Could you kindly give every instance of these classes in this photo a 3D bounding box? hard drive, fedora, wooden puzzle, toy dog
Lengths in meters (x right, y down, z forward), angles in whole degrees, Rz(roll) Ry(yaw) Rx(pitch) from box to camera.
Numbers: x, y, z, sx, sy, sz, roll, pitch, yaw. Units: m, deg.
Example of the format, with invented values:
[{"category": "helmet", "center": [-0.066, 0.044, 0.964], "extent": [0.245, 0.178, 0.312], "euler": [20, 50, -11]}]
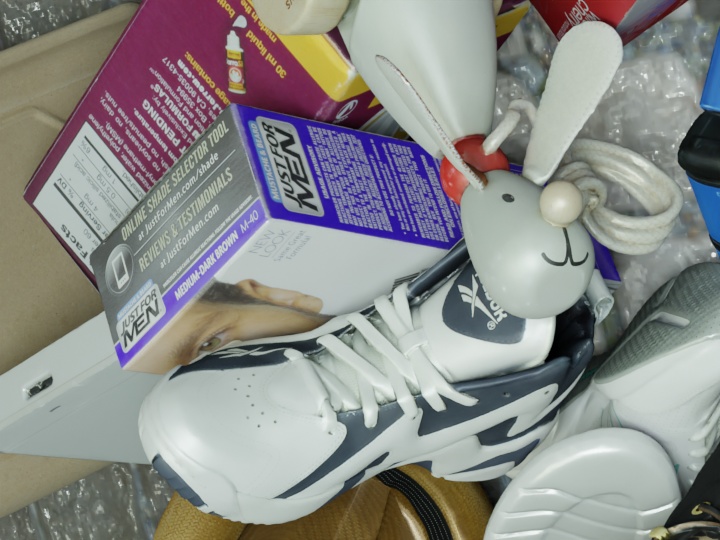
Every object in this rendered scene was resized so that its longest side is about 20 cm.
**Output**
[{"category": "hard drive", "center": [-0.065, 0.058, 1.231], "extent": [0.132, 0.199, 0.026], "euler": [-30, 62, 43]}, {"category": "fedora", "center": [-0.024, 0.155, 1.212], "extent": [0.082, 0.200, 0.202], "euler": [-15, 99, 62]}, {"category": "wooden puzzle", "center": [-0.146, -0.005, 1.283], "extent": [0.037, 0.184, 0.201], "euler": [-7, 106, 60]}, {"category": "toy dog", "center": [0.043, -0.087, 1.024], "extent": [0.200, 0.132, 0.097], "euler": [44, 135, 19]}]

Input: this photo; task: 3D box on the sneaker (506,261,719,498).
[{"category": "sneaker", "center": [0.130, 0.060, 1.144], "extent": [0.080, 0.070, 0.200], "euler": [41, 152, 1]}]

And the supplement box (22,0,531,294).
[{"category": "supplement box", "center": [-0.039, -0.075, 1.194], "extent": [0.103, 0.131, 0.200], "euler": [50, 133, 13]}]

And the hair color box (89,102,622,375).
[{"category": "hair color box", "center": [0.000, 0.000, 1.136], "extent": [0.109, 0.199, 0.065], "euler": [-44, 51, 36]}]

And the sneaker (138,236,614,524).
[{"category": "sneaker", "center": [0.017, 0.031, 1.057], "extent": [0.130, 0.198, 0.080], "euler": [-52, 48, 40]}]

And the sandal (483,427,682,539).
[{"category": "sandal", "center": [0.088, 0.130, 1.163], "extent": [0.082, 0.050, 0.203], "euler": [2, 134, -4]}]

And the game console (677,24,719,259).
[{"category": "game console", "center": [0.238, -0.048, 1.049], "extent": [0.199, 0.119, 0.171], "euler": [15, 149, 35]}]

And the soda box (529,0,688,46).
[{"category": "soda box", "center": [0.109, -0.139, 1.014], "extent": [0.064, 0.070, 0.200], "euler": [55, 169, 5]}]

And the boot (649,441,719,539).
[{"category": "boot", "center": [0.158, 0.083, 1.043], "extent": [0.073, 0.151, 0.200], "euler": [35, 147, 14]}]
